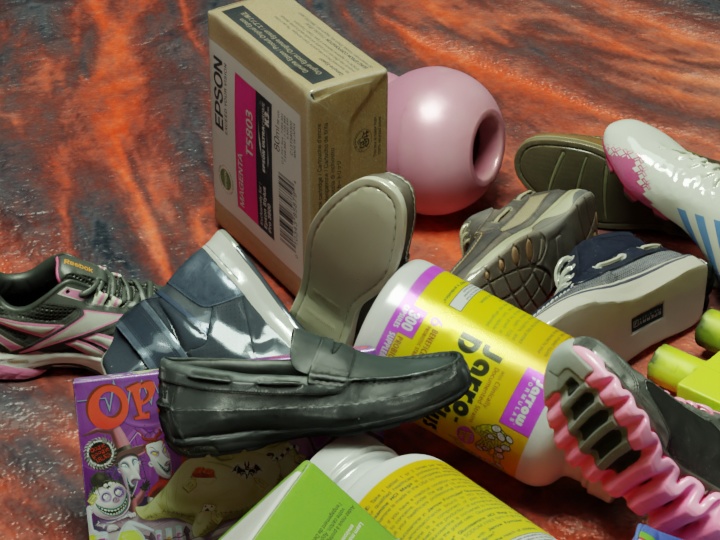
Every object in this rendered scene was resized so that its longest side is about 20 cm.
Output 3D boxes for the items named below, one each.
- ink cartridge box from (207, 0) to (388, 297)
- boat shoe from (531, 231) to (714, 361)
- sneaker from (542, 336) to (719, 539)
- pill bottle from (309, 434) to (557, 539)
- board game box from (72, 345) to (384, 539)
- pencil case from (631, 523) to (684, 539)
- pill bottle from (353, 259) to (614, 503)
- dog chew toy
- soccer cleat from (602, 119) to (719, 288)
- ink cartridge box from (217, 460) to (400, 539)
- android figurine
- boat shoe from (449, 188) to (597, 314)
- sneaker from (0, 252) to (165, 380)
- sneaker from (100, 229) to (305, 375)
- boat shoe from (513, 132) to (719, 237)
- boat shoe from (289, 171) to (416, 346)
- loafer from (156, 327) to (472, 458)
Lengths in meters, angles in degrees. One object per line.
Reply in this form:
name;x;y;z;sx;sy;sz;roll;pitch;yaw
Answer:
ink cartridge box;-0.051;-0.095;1.448;0.075;0.200;0.165;-19;38;-27
boat shoe;0.169;0.027;1.389;0.200;0.075;0.093;-17;31;-36
sneaker;0.199;0.111;1.177;0.200;0.079;0.095;48;51;-7
pill bottle;0.049;0.182;1.114;0.112;0.113;0.200;-26;41;-32
board game box;-0.084;0.119;1.208;0.200;0.120;0.032;-7;1;-8
pencil case;0.247;0.207;1.099;0.200;0.087;0.078;10;70;17
pill bottle;0.099;0.079;1.256;0.200;0.104;0.104;27;41;14
dog chew toy;0.019;-0.115;1.557;0.200;0.125;0.125;10;35;29
soccer cleat;0.274;-0.058;1.428;0.070;0.086;0.200;-27;70;-39
ink cartridge box;-0.081;0.220;1.021;0.076;0.148;0.200;41;41;-4
android figurine;0.311;0.091;1.307;0.200;0.041;0.182;25;42;34
boat shoe;0.115;-0.010;1.447;0.073;0.075;0.200;10;26;33
sneaker;-0.201;0.029;1.370;0.200;0.086;0.080;-7;36;-10
sneaker;-0.091;0.090;1.293;0.146;0.077;0.202;-39;72;-9
boat shoe;0.230;-0.075;1.539;0.200;0.072;0.068;18;33;10
boat shoe;0.000;0.000;1.315;0.072;0.200;0.060;37;45;18
loafer;-0.030;0.070;1.164;0.200;0.070;0.068;-9;7;-2
